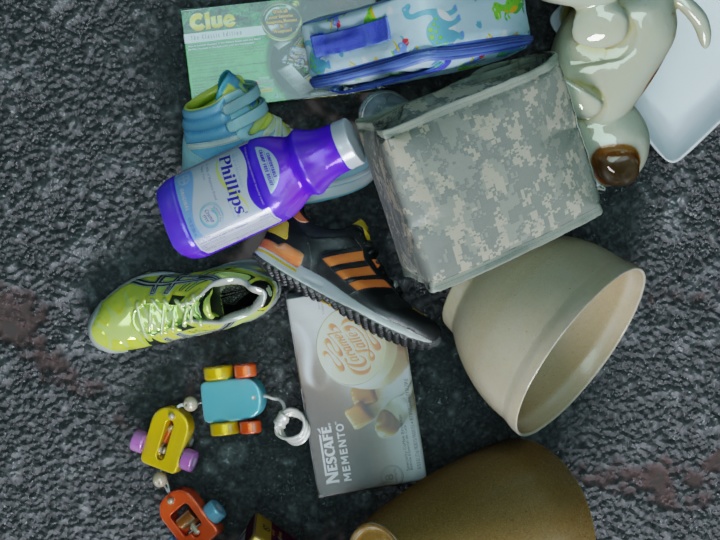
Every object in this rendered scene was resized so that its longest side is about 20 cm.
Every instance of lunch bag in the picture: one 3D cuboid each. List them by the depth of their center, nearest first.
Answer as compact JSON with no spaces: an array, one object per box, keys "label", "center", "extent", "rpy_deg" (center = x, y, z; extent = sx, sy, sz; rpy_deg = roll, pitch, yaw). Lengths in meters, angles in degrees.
[{"label":"lunch bag","center":[0.117,-0.097,1.525],"extent":[0.199,0.118,0.165],"rpy_deg":[-22,105,-10]},{"label":"lunch bag","center":[0.048,-0.221,1.546],"extent":[0.160,0.199,0.083],"rpy_deg":[-13,95,-39]}]

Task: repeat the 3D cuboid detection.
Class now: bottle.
[{"label":"bottle","center":[-0.093,-0.083,1.553],"extent":[0.199,0.065,0.084],"rpy_deg":[-23,75,14]}]

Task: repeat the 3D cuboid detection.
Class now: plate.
[{"label":"plate","center":[0.324,-0.245,1.669],"extent":[0.200,0.032,0.200],"rpy_deg":[-42,95,0]}]

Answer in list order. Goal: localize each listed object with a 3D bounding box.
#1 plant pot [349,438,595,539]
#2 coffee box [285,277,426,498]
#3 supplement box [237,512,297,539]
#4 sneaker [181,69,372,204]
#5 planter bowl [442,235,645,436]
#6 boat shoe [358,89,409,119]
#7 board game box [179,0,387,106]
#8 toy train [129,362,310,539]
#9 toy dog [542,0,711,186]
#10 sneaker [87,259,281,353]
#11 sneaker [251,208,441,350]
[{"label":"plant pot","center":[0.090,0.270,1.567],"extent":[0.199,0.186,0.188],"rpy_deg":[-8,95,-39]},{"label":"coffee box","center":[-0.005,0.115,1.645],"extent":[0.114,0.080,0.201],"rpy_deg":[-8,93,-2]},{"label":"supplement box","center":[-0.056,0.348,1.581],"extent":[0.200,0.103,0.131],"rpy_deg":[36,91,-4]},{"label":"sneaker","center":[-0.084,-0.135,1.614],"extent":[0.199,0.080,0.131],"rpy_deg":[-5,112,-4]},{"label":"planter bowl","center":[0.167,0.042,1.611],"extent":[0.135,0.200,0.201],"rpy_deg":[38,90,22]},{"label":"boat shoe","center":[0.081,-0.102,1.627],"extent":[0.200,0.072,0.070],"rpy_deg":[37,99,-20]},{"label":"board game box","center":[-0.077,-0.222,1.651],"extent":[0.199,0.023,0.105],"rpy_deg":[-6,96,-4]},{"label":"toy train","center":[-0.142,0.185,1.644],"extent":[0.150,0.056,0.200],"rpy_deg":[45,100,8]},{"label":"toy dog","center":[0.235,-0.181,1.602],"extent":[0.193,0.140,0.201],"rpy_deg":[0,106,-9]},{"label":"sneaker","center":[-0.178,0.032,1.633],"extent":[0.199,0.076,0.076],"rpy_deg":[-18,96,-1]},{"label":"sneaker","center":[0.000,0.000,1.570],"extent":[0.199,0.070,0.090],"rpy_deg":[28,82,6]}]
